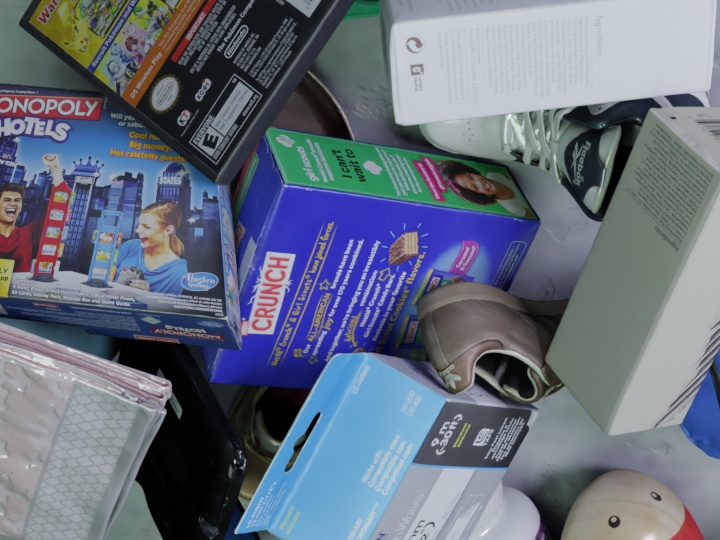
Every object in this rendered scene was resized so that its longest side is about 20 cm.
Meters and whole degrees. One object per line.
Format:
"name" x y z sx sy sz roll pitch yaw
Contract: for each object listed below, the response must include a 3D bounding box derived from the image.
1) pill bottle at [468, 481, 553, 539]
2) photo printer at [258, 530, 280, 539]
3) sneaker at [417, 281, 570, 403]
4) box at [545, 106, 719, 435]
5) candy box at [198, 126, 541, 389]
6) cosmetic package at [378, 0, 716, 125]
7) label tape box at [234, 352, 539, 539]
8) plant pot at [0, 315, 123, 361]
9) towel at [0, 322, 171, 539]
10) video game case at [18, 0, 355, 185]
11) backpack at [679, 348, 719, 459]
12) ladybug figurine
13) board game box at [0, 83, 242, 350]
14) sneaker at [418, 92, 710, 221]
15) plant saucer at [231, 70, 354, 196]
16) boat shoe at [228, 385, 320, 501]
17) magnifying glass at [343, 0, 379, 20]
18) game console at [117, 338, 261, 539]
"pill bottle" 0.107 0.244 1.154 0.112 0.112 0.200 -20 113 20
"photo printer" -0.028 0.282 1.226 0.200 0.069 0.167 -20 113 20
"sneaker" 0.123 0.061 1.009 0.200 0.076 0.070 9 150 -34
"box" 0.191 0.002 0.902 0.068 0.082 0.200 -5 130 -30
"candy box" 0.000 0.000 1.015 0.200 0.077 0.169 6 124 -28
"cosmetic package" 0.114 -0.150 0.917 0.200 0.102 0.074 -5 118 -1
"label tape box" 0.024 0.136 0.989 0.066 0.200 0.143 35 102 31
"plant pot" -0.260 0.023 1.054 0.141 0.200 0.142 -2 119 12
"towel" -0.242 0.113 0.967 0.191 0.032 0.200 20 132 -9
"video game case" -0.097 -0.186 0.909 0.181 0.025 0.200 39 102 16
"backpack" 0.297 0.043 0.977 0.200 0.168 0.163 -11 109 21
"ladybug figurine" 0.225 0.251 1.124 0.136 0.072 0.200 -30 112 -23
"board game box" -0.163 -0.060 0.953 0.200 0.200 0.062 6 158 7
"sneaker" 0.131 -0.088 0.955 0.199 0.130 0.080 6 118 7
"plant saucer" -0.101 -0.071 1.044 0.200 0.032 0.201 -1 108 -3
"boat shoe" -0.065 0.116 1.143 0.074 0.066 0.200 23 122 -3
"magnifying glass" -0.033 -0.179 0.967 0.200 0.022 0.080 -16 159 14
"game console" -0.102 0.139 1.058 0.116 0.200 0.176 1 122 -31
